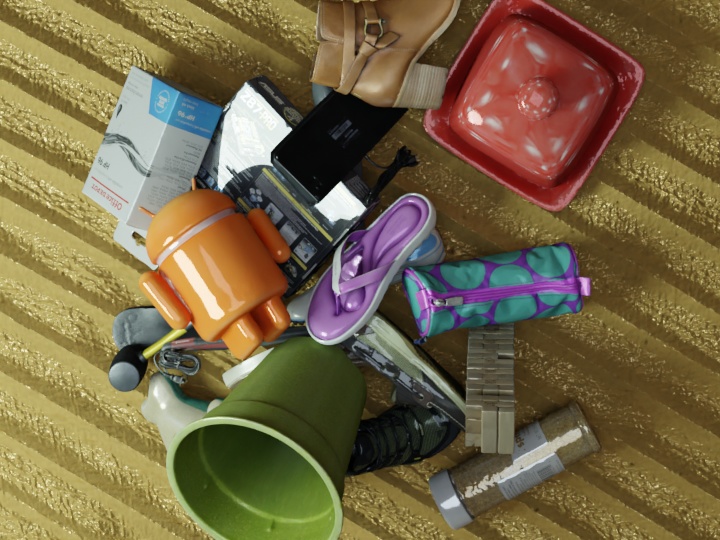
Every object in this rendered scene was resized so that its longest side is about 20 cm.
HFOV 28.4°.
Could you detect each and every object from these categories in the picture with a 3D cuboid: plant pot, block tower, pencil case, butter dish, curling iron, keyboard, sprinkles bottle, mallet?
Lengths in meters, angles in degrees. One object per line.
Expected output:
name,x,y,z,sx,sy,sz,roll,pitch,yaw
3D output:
plant pot,-0.078,0.174,1.530,0.198,0.191,0.202,13,130,16
block tower,0.144,0.119,1.570,0.053,0.201,0.058,2,118,4
pencil case,0.149,0.023,1.594,0.198,0.092,0.086,-9,98,-11
butter dish,0.192,-0.188,1.563,0.199,0.148,0.201,32,98,1
curling iron,-0.135,0.087,1.611,0.198,0.026,0.050,-13,88,-5
keyboard,-0.007,-0.133,1.569,0.127,0.200,0.021,44,141,-3
sprinkles bottle,0.178,0.225,1.647,0.199,0.068,0.069,-29,93,7
mallet,-0.208,0.072,1.627,0.199,0.066,0.041,-33,103,18

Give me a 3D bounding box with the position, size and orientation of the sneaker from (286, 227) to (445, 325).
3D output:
sneaker,0.000,0.000,1.635,0.198,0.072,0.073,-27,108,1

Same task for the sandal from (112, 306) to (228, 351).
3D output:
sandal,-0.195,0.064,1.674,0.198,0.043,0.077,-14,95,6

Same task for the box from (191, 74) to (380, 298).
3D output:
box,-0.098,-0.094,1.614,0.200,0.049,0.161,46,121,5

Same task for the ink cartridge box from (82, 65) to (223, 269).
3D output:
ink cartridge box,-0.245,-0.117,1.619,0.067,0.116,0.202,16,100,-42

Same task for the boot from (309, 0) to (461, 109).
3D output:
boot,0.028,-0.283,1.585,0.153,0.077,0.202,10,91,-8

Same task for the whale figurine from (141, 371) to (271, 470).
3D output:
whale figurine,-0.169,0.196,1.666,0.200,0.103,0.160,41,135,20

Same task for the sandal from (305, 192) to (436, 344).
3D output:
sandal,0.002,-0.011,1.566,0.082,0.050,0.203,28,74,35

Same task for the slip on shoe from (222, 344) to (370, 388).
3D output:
slip on shoe,-0.061,0.109,1.654,0.198,0.076,0.061,-19,87,-1

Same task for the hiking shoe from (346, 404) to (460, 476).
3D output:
hiking shoe,0.024,0.203,1.640,0.198,0.101,0.077,-18,95,7

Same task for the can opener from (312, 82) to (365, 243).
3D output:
can opener,-0.033,-0.130,1.624,0.053,0.067,0.203,-1,93,35

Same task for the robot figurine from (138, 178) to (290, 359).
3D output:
robot figurine,-0.156,-0.004,1.555,0.143,0.117,0.201,-36,85,11

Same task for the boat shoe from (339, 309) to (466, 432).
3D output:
boat shoe,0.056,0.122,1.608,0.201,0.072,0.066,44,95,-8
